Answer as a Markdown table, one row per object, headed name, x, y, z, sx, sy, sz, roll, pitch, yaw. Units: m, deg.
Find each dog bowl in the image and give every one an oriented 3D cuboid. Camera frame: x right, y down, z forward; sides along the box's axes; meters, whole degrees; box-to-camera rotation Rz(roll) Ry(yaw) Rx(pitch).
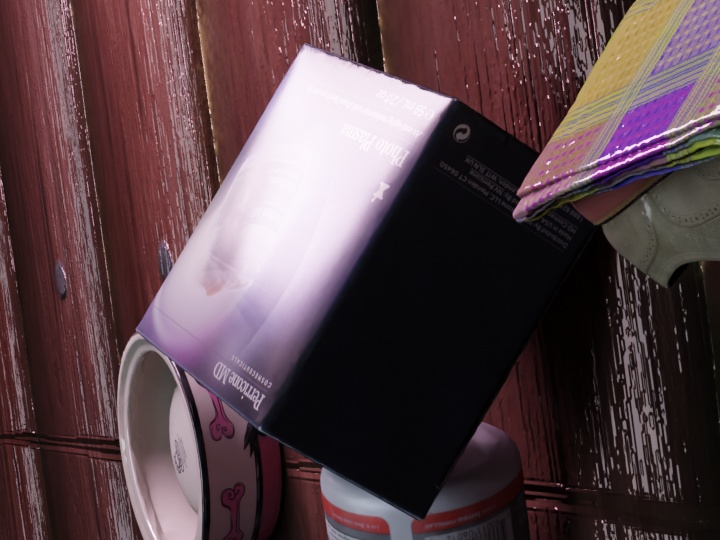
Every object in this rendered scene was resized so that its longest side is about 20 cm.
| name | x | y | z | sx | sy | sz | roll | pitch | yaw |
| --- | --- | --- | --- | --- | --- | --- | --- | --- | --- |
| dog bowl | -0.125 | 0.140 | 1.670 | 0.200 | 0.074 | 0.200 | 171 | 90 | -66 |

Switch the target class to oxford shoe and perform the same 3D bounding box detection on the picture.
| name | x | y | z | sx | sy | sz | roll | pitch | yaw |
| --- | --- | --- | --- | --- | --- | --- | --- | --- | --- |
| oxford shoe | 0.178 | -0.049 | 0.956 | 0.075 | 0.070 | 0.200 | 50 | 150 | -3 |

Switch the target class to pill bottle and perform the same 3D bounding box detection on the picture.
| name | x | y | z | sx | sy | sz | roll | pitch | yaw |
| --- | --- | --- | --- | --- | --- | --- | --- | --- | --- |
| pill bottle | 0.045 | 0.196 | 1.234 | 0.116 | 0.116 | 0.200 | -150 | 49 | -61 |

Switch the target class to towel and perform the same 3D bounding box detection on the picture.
| name | x | y | z | sx | sy | sz | roll | pitch | yaw |
| --- | --- | --- | --- | --- | --- | --- | --- | --- | --- |
| towel | 0.144 | -0.091 | 0.945 | 0.144 | 0.023 | 0.200 | -57 | 14 | -21 |

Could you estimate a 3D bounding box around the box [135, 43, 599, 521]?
| name | x | y | z | sx | sy | sz | roll | pitch | yaw |
| --- | --- | --- | --- | --- | --- | --- | --- | --- | --- |
| box | 0.000 | 0.000 | 1.170 | 0.199 | 0.123 | 0.200 | -60 | 28 | -1 |
